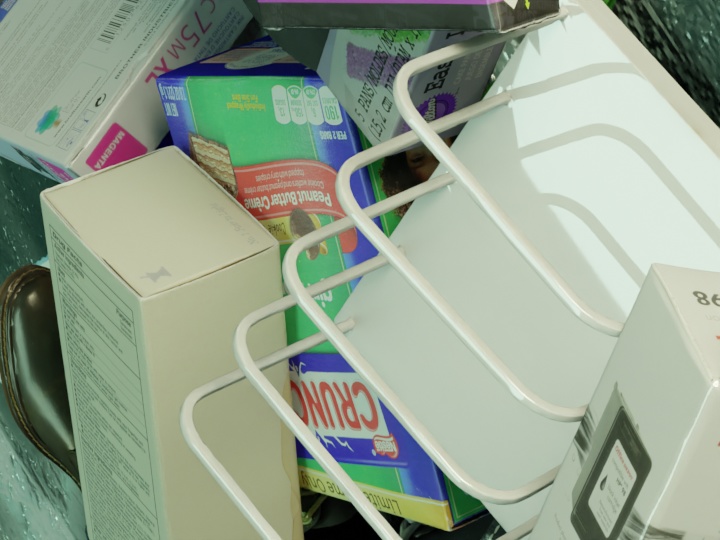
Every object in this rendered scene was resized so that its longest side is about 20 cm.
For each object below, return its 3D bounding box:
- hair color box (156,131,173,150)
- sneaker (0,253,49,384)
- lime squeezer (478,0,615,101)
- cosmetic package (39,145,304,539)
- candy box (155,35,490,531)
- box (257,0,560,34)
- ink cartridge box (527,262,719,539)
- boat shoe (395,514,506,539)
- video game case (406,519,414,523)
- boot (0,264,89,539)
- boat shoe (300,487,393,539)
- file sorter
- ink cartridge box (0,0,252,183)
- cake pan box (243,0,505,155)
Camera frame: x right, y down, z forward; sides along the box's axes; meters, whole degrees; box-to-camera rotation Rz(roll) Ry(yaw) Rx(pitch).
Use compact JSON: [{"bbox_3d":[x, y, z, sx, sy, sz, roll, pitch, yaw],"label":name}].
[{"bbox_3d":[-0.068,0.031,1.450,0.109,0.065,0.201,45,152,37],"label":"hair color box"},{"bbox_3d":[-0.166,0.053,1.717,0.081,0.076,0.200,56,158,15],"label":"sneaker"},{"bbox_3d":[0.081,-0.038,1.155,0.070,0.038,0.201,12,130,24],"label":"lime squeezer"},{"bbox_3d":[-0.083,0.059,1.305,0.104,0.073,0.201,43,145,45],"label":"cosmetic package"},{"bbox_3d":[0.000,0.000,1.270,0.169,0.077,0.201,7,116,59],"label":"candy box"},{"bbox_3d":[0.000,-0.186,1.029,0.143,0.036,0.201,8,113,53],"label":"box"},{"bbox_3d":[0.136,0.069,0.968,0.067,0.115,0.201,-113,37,-50],"label":"ink cartridge box"},{"bbox_3d":[0.025,0.151,1.354,0.060,0.074,0.200,38,142,-2],"label":"boat shoe"},{"bbox_3d":[-0.015,0.011,1.418,0.200,0.018,0.143,53,155,24],"label":"video game case"},{"bbox_3d":[-0.110,0.087,1.448,0.097,0.075,0.201,7,128,50],"label":"boot"},{"bbox_3d":[-0.020,0.106,1.415,0.061,0.072,0.202,44,158,43],"label":"boat shoe"},{"bbox_3d":[0.043,0.022,1.069,0.139,0.124,0.200,49,132,17],"label":"file sorter"},{"bbox_3d":[-0.141,-0.106,1.442,0.042,0.120,0.200,42,170,-33],"label":"ink cartridge box"},{"bbox_3d":[0.001,-0.172,1.111,0.185,0.052,0.200,55,144,27],"label":"cake pan box"}]
